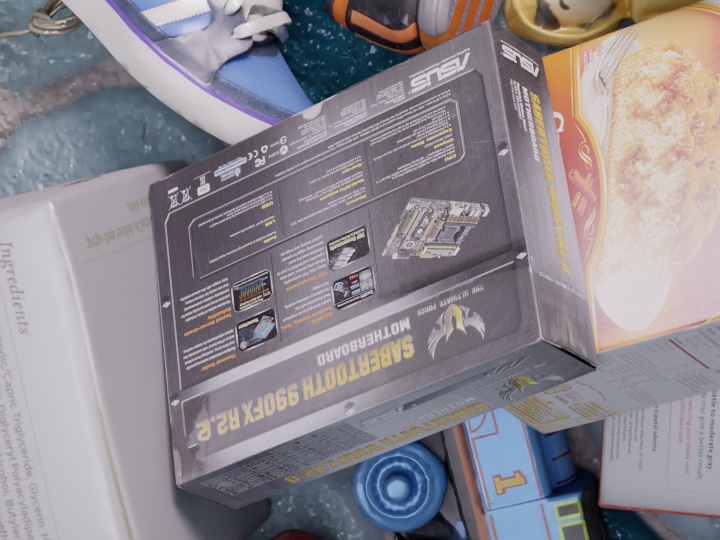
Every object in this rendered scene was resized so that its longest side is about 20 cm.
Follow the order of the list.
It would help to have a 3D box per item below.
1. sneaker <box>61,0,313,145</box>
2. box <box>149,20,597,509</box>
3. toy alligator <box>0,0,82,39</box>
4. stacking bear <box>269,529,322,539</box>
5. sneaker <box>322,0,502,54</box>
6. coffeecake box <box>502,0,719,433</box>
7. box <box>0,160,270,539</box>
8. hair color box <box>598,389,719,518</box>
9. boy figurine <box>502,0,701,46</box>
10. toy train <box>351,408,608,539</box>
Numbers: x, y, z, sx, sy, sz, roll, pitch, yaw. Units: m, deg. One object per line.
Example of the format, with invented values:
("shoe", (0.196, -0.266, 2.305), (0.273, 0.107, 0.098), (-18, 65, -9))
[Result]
("sneaker", (-0.067, -0.165, 1.053), (0.200, 0.081, 0.147), (42, 110, 11))
("box", (0.000, 0.000, 0.982), (0.199, 0.048, 0.159), (-24, 60, 28))
("toy alligator", (-0.226, -0.102, 1.120), (0.199, 0.059, 0.054), (-6, 139, 13))
("stacking bear", (-0.092, 0.219, 1.106), (0.199, 0.121, 0.114), (-29, 93, 23))
("sneaker", (0.028, -0.205, 1.027), (0.112, 0.078, 0.201), (19, 86, 28))
("coffeecake box", (0.144, -0.030, 0.965), (0.199, 0.073, 0.154), (-18, 60, 31))
("box", (-0.165, 0.067, 1.050), (0.170, 0.199, 0.201), (-11, 95, 15))
("hair color box", (0.216, 0.066, 1.027), (0.199, 0.061, 0.102), (5, 99, 14))
("boy figurine", (0.156, -0.159, 1.009), (0.199, 0.064, 0.125), (-16, 97, 12))
("toy train", (0.054, 0.092, 1.063), (0.114, 0.087, 0.201), (-14, 92, 6))
